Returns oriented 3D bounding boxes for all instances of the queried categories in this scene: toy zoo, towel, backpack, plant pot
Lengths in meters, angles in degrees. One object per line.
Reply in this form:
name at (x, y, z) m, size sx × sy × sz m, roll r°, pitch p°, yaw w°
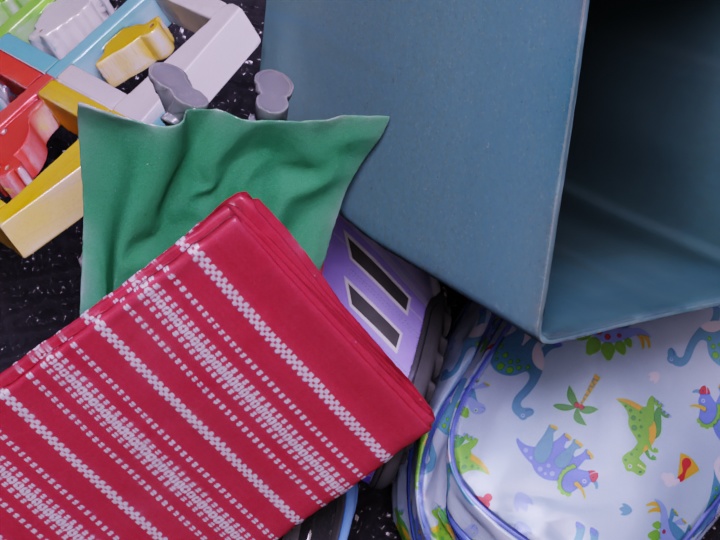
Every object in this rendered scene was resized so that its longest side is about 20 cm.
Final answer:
toy zoo at (-0.126, -0.075, 0.859) m, size 0.131 × 0.200 × 0.021 m, roll -43°, pitch 127°, yaw -13°
towel at (-0.084, 0.070, 0.779) m, size 0.199 × 0.023 × 0.145 m, roll -35°, pitch 129°, yaw 8°
backpack at (0.098, 0.063, 0.889) m, size 0.163 × 0.154 × 0.200 m, roll 40°, pitch 86°, yaw -4°
plant pot at (0.056, -0.081, 0.800) m, size 0.141 × 0.199 × 0.143 m, roll -10°, pitch 115°, yaw -40°

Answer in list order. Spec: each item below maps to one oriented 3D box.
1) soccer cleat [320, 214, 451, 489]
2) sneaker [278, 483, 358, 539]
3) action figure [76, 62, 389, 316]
soccer cleat at (0.000, 0.000, 0.895) m, size 0.073 × 0.068 × 0.201 m, roll 13°, pitch 58°, yaw -10°
sneaker at (-0.060, 0.050, 0.881) m, size 0.082 × 0.071 × 0.201 m, roll -2°, pitch 70°, yaw -45°
action figure at (-0.071, 0.017, 0.795) m, size 0.117 × 0.201 × 0.055 m, roll 4°, pitch 35°, yaw -20°
